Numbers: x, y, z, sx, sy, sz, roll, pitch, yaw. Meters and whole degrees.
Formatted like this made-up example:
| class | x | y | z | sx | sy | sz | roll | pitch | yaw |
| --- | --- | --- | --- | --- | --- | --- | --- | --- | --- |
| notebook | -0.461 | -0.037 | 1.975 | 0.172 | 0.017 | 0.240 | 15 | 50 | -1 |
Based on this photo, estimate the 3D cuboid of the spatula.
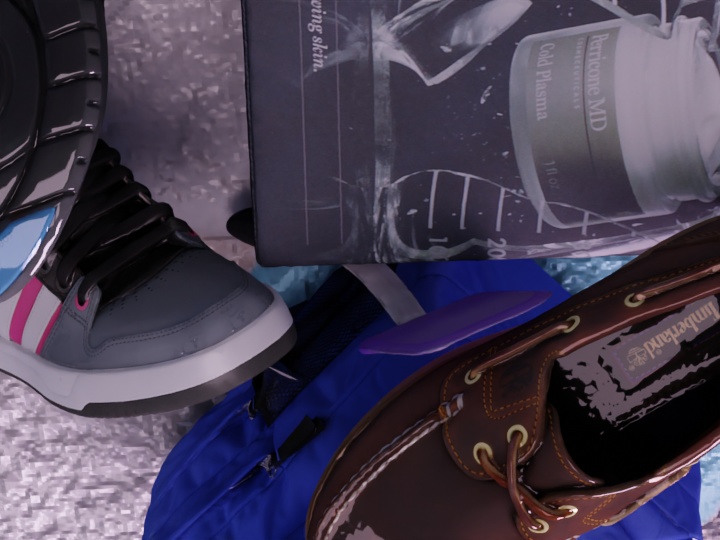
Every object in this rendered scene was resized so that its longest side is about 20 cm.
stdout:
| class | x | y | z | sx | sy | sz | roll | pitch | yaw |
| --- | --- | --- | --- | --- | --- | --- | --- | --- | --- |
| spatula | 0.000 | 0.000 | 0.852 | 0.056 | 0.200 | 0.021 | -22 | 114 | -21 |

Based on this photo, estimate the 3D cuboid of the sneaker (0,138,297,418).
| class | x | y | z | sx | sy | sz | roll | pitch | yaw |
| --- | --- | --- | --- | --- | --- | --- | --- | --- | --- |
| sneaker | -0.104 | -0.026 | 0.846 | 0.083 | 0.200 | 0.121 | -34 | 116 | -29 |

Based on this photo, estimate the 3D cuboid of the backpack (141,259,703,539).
| class | x | y | z | sx | sy | sz | roll | pitch | yaw |
| --- | --- | --- | --- | --- | --- | --- | --- | --- | --- |
| backpack | 0.006 | 0.101 | 0.926 | 0.162 | 0.168 | 0.200 | 44 | 116 | -13 |

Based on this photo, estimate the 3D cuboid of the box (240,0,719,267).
| class | x | y | z | sx | sy | sz | roll | pitch | yaw |
| --- | --- | --- | --- | --- | --- | --- | --- | --- | --- |
| box | 0.057 | -0.116 | 0.804 | 0.195 | 0.124 | 0.201 | -3 | 125 | -1 |

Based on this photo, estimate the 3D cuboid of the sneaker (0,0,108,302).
| class | x | y | z | sx | sy | sz | roll | pitch | yaw |
| --- | --- | --- | --- | --- | --- | --- | --- | --- | --- |
| sneaker | -0.109 | -0.086 | 0.794 | 0.073 | 0.082 | 0.201 | 9 | 87 | 4 |

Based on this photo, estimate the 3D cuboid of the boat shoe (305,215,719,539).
| class | x | y | z | sx | sy | sz | roll | pitch | yaw |
| --- | --- | --- | --- | --- | --- | --- | --- | --- | --- |
| boat shoe | 0.064 | 0.048 | 0.779 | 0.200 | 0.070 | 0.071 | -37 | 101 | 9 |
